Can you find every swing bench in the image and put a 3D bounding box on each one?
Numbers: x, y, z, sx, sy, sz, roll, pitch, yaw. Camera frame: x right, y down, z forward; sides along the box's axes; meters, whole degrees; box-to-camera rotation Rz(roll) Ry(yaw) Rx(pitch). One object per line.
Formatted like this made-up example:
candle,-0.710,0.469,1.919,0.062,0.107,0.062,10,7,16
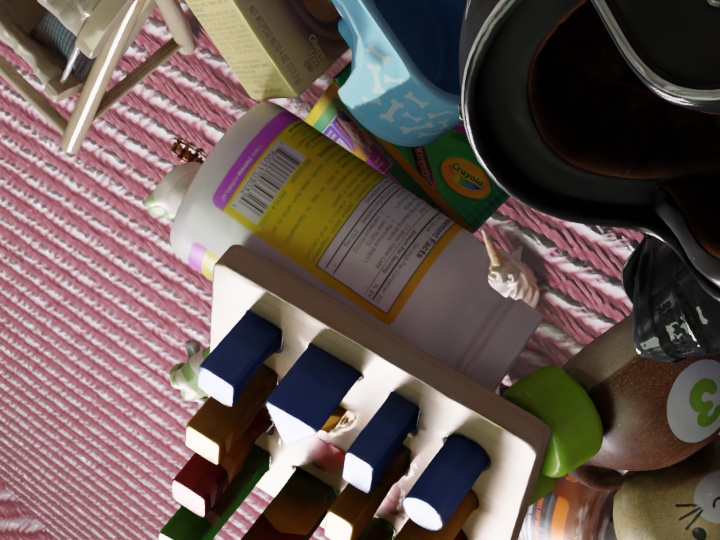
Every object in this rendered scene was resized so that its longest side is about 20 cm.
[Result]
swing bench,-0.210,-0.221,1.210,0.199,0.130,0.200,43,157,8

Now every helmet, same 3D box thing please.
helmet,0.142,-0.095,0.725,0.190,0.200,0.201,37,158,42

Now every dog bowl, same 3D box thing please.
dog bowl,0.010,-0.161,0.967,0.049,0.112,0.200,-14,118,49

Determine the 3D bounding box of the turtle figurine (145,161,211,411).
turtle figurine,-0.063,0.035,1.174,0.200,0.143,0.195,79,165,-60

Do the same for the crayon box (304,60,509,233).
crayon box,0.024,-0.068,1.119,0.119,0.058,0.200,47,166,-2

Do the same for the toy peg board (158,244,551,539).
toy peg board,-0.019,0.121,0.996,0.199,0.098,0.200,29,146,15

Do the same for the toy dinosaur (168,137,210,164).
toy dinosaur,-0.053,-0.027,1.310,0.199,0.103,0.136,13,173,5

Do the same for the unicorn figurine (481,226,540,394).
unicorn figurine,0.064,0.054,1.233,0.137,0.074,0.201,6,110,43

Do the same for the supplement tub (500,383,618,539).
supplement tub,0.141,0.153,1.255,0.199,0.107,0.107,22,147,45

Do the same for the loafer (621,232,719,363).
loafer,0.160,-0.008,0.890,0.068,0.070,0.201,60,-163,-10

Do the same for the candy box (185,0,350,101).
candy box,-0.062,-0.207,0.996,0.055,0.115,0.200,3,133,57

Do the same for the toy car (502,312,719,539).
toy car,0.185,0.122,1.002,0.201,0.164,0.158,56,159,11

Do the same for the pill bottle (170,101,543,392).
pill bottle,0.000,0.000,1.019,0.199,0.104,0.104,35,156,6
